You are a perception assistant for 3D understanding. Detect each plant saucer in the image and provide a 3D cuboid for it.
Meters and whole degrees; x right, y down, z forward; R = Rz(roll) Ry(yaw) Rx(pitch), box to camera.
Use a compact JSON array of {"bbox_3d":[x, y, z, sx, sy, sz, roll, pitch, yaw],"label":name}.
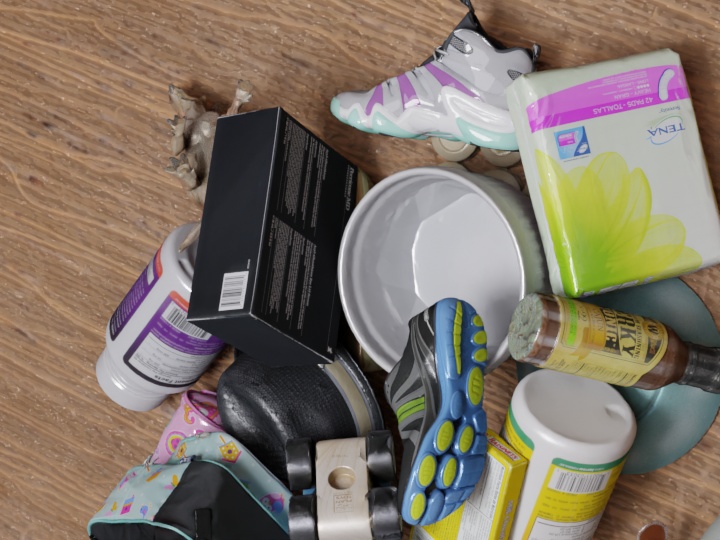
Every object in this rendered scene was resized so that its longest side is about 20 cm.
[{"bbox_3d":[0.230,0.090,1.512,0.201,0.039,0.201,2,94,25],"label":"plant saucer"}]

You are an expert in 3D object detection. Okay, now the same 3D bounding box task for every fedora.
[{"bbox_3d":[-0.072,0.140,1.599,0.200,0.092,0.201,24,127,35],"label":"fedora"}]

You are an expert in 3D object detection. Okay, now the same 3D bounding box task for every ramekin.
[{"bbox_3d":[0.088,0.002,1.518,0.200,0.105,0.201,5,98,34],"label":"ramekin"}]

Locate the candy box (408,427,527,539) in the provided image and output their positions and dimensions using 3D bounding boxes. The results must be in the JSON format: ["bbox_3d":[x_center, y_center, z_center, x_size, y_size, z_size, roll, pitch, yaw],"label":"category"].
[{"bbox_3d":[0.090,0.225,1.482,0.102,0.026,0.200,38,129,39],"label":"candy box"}]

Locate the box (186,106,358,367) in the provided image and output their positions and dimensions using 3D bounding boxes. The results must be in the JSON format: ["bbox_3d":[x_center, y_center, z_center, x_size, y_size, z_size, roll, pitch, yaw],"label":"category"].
[{"bbox_3d":[-0.078,-0.027,1.518,0.079,0.141,0.200,-7,66,33],"label":"box"}]

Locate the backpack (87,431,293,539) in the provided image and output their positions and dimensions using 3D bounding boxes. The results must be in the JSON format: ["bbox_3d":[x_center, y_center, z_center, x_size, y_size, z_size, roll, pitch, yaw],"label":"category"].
[{"bbox_3d":[-0.153,0.249,1.575,0.200,0.153,0.176,-18,125,47],"label":"backpack"}]

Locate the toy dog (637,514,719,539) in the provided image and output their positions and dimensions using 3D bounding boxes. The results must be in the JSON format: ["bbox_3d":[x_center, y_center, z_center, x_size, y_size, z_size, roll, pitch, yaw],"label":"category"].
[{"bbox_3d":[0.309,0.259,1.452,0.132,0.096,0.200,39,109,19],"label":"toy dog"}]

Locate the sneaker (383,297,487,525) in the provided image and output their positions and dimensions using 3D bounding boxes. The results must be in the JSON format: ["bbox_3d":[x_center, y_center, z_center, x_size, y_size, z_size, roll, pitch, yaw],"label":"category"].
[{"bbox_3d":[0.062,0.123,1.428,0.083,0.071,0.200,-18,59,49],"label":"sneaker"}]

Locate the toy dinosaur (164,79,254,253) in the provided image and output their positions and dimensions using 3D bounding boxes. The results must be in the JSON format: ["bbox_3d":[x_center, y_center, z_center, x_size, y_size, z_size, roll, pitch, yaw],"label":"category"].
[{"bbox_3d":[-0.148,-0.103,1.630,0.086,0.136,0.200,-1,72,-5],"label":"toy dinosaur"}]

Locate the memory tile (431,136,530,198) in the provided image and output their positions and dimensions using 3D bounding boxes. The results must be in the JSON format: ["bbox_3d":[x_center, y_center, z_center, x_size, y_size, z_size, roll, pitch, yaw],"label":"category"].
[{"bbox_3d":[0.157,-0.117,1.547,0.200,0.017,0.154,11,98,25],"label":"memory tile"}]

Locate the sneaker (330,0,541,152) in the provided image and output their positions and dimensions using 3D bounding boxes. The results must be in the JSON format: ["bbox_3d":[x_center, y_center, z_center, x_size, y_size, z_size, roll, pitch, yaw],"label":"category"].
[{"bbox_3d":[0.074,-0.190,1.538,0.200,0.078,0.140,8,95,16],"label":"sneaker"}]

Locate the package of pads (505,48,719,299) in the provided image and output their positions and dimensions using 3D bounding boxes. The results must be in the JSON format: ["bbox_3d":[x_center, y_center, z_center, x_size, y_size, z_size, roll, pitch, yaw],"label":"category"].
[{"bbox_3d":[0.227,-0.085,1.451,0.154,0.068,0.200,-12,87,-13],"label":"package of pads"}]

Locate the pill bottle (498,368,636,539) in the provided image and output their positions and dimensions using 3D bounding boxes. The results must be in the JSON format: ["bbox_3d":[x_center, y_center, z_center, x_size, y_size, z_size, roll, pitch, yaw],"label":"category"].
[{"bbox_3d":[0.166,0.195,1.487,0.113,0.113,0.200,31,128,21],"label":"pill bottle"}]

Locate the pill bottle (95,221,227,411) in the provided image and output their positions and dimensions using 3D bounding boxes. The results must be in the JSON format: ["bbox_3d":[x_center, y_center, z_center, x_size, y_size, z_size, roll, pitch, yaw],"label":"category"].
[{"bbox_3d":[-0.187,0.053,1.660,0.111,0.111,0.200,52,129,14],"label":"pill bottle"}]

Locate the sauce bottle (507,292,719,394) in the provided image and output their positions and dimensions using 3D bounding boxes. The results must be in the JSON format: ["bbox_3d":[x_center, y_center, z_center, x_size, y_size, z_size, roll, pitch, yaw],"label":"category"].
[{"bbox_3d":[0.228,0.067,1.426,0.200,0.065,0.065,12,102,-20],"label":"sauce bottle"}]

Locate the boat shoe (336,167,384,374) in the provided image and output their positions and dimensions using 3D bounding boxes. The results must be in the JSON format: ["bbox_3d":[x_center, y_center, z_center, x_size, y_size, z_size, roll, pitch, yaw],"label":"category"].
[{"bbox_3d":[0.000,0.000,1.614,0.073,0.063,0.200,1,91,49],"label":"boat shoe"}]

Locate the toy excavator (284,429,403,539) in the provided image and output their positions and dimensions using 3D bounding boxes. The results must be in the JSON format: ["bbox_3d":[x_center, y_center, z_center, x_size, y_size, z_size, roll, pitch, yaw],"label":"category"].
[{"bbox_3d":[-0.004,0.271,1.513,0.100,0.200,0.195,-7,47,4],"label":"toy excavator"}]

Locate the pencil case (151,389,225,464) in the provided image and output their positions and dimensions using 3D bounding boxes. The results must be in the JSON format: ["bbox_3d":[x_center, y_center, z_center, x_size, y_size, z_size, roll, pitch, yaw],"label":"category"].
[{"bbox_3d":[-0.188,0.219,1.700,0.087,0.087,0.200,36,109,20],"label":"pencil case"}]
